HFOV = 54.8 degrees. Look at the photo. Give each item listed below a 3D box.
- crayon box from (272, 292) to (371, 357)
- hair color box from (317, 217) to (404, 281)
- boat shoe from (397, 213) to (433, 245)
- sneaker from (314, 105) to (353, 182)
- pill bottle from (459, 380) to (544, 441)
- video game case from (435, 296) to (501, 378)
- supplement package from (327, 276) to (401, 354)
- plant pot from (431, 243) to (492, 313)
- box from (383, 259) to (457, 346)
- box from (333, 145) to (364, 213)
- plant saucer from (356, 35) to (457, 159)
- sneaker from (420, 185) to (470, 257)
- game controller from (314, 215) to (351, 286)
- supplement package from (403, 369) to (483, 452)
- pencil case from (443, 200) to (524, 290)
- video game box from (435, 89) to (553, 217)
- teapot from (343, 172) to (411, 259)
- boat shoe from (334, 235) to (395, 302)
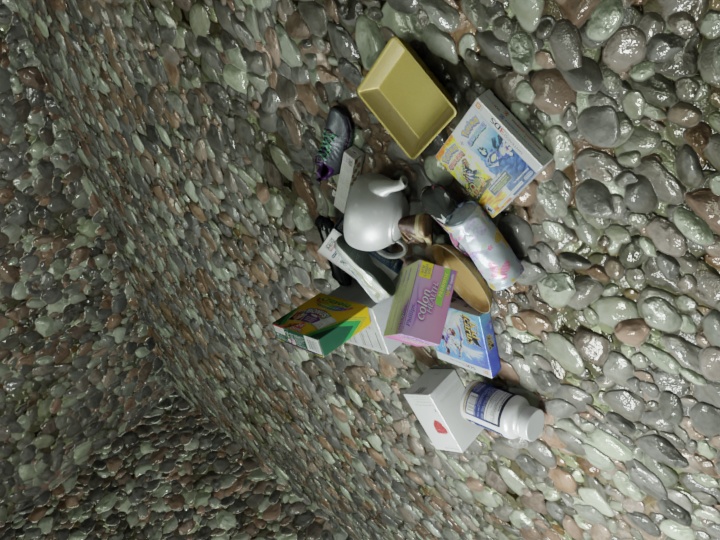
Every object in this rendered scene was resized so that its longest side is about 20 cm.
[{"bbox_3d":[-0.101,0.136,1.801,0.199,0.172,0.059,13,127,47],"label":"crayon box"},{"bbox_3d":[0.001,-0.035,1.772,0.199,0.061,0.100,35,132,-5],"label":"hair color box"},{"bbox_3d":[0.125,-0.094,1.574,0.071,0.200,0.073,0,90,14],"label":"boat shoe"},{"bbox_3d":[-0.071,-0.301,1.694,0.074,0.087,0.201,35,145,26],"label":"sneaker"},{"bbox_3d":[0.362,0.361,1.771,0.199,0.111,0.112,16,134,45],"label":"pill bottle"},{"bbox_3d":[0.259,0.163,1.771,0.181,0.045,0.201,15,133,43],"label":"video game case"},{"bbox_3d":[0.037,0.110,1.903,0.199,0.151,0.152,9,127,49],"label":"supplement package"},{"bbox_3d":[0.240,0.012,1.609,0.200,0.027,0.200,50,169,13],"label":"plant pot"},{"bbox_3d":[0.139,0.083,1.654,0.096,0.177,0.200,16,170,-7],"label":"box"},{"bbox_3d":[-0.030,-0.229,1.760,0.041,0.039,0.201,41,147,20],"label":"box"},{"bbox_3d":[0.104,-0.361,1.445,0.200,0.048,0.200,51,149,2],"label":"plant saucer"},{"bbox_3d":[0.207,-0.120,1.541,0.200,0.080,0.086,50,-172,-17],"label":"sneaker"},{"bbox_3d":[-0.074,-0.053,1.893,0.104,0.042,0.201,-135,27,-66],"label":"game controller"},{"bbox_3d":[0.238,0.394,1.957,0.121,0.120,0.201,-13,111,55],"label":"supplement package"},{"bbox_3d":[0.263,-0.050,1.481,0.090,0.083,0.200,-31,110,27],"label":"pencil case"},{"bbox_3d":[0.259,-0.226,1.380,0.182,0.047,0.200,50,149,8],"label":"video game box"},{"bbox_3d":[0.054,-0.127,1.639,0.145,0.200,0.199,15,96,14],"label":"teapot"},{"bbox_3d":[0.001,0.000,1.711,0.065,0.075,0.202,-32,114,34],"label":"boat shoe"}]
